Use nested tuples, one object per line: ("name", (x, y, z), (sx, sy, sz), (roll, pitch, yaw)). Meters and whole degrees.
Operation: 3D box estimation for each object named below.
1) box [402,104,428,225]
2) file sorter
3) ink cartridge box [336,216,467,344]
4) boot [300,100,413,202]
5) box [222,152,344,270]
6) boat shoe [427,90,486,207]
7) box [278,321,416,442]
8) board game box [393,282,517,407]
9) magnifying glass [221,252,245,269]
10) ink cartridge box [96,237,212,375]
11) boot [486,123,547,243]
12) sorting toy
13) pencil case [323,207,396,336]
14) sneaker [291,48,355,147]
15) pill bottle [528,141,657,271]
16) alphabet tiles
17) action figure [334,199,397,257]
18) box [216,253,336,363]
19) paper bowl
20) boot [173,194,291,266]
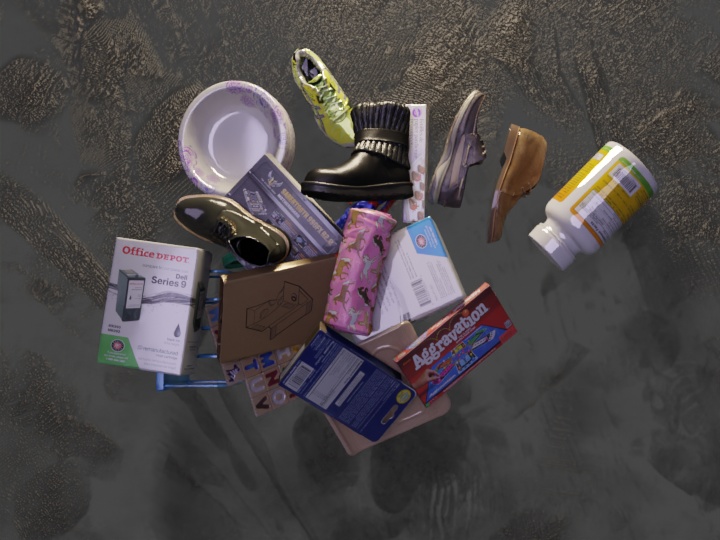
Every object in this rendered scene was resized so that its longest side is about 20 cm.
("box", (0.095, -0.180, 1.521), (0.038, 0.041, 0.205), (1, 87, 10))
("file sorter", (-0.271, 0.100, 1.524), (0.120, 0.139, 0.204), (-2, 86, 6))
("ink cartridge box", (0.061, 0.021, 1.491), (0.197, 0.084, 0.148), (-24, 81, 9))
("boot", (-0.007, -0.196, 1.456), (0.208, 0.079, 0.161), (-3, 87, -29))
("box", (-0.140, -0.068, 1.471), (0.158, 0.048, 0.200), (-44, 93, 8))
("boat shoe", (0.176, -0.200, 1.499), (0.072, 0.075, 0.203), (21, 99, 1))
("box", (-0.020, 0.184, 1.432), (0.198, 0.033, 0.122), (34, 107, -16))
("board game box", (0.157, 0.122, 1.453), (0.199, 0.019, 0.104), (-39, 111, -7))
("magnifying glass", (-0.145, -0.037, 1.546), (0.196, 0.080, 0.023), (-17, 80, -1))
("ink cartridge box", (-0.328, 0.056, 1.421), (0.143, 0.084, 0.204), (7, 87, 7))
("boot", (0.258, -0.138, 1.476), (0.074, 0.074, 0.204), (17, 87, 1))
("sorting toy", (0.030, 0.196, 1.479), (0.197, 0.037, 0.187), (-27, 112, 6))
("pencil case", (0.000, 0.000, 1.417), (0.081, 0.086, 0.204), (12, 89, 10))
("sneaker", (-0.063, -0.297, 1.541), (0.075, 0.076, 0.201), (-38, 82, 4))
("pill bottle", (0.369, -0.099, 1.428), (0.200, 0.111, 0.111), (-45, 80, 5))
("alphabet tiles", (-0.163, 0.133, 1.496), (0.165, 0.007, 0.204), (-20, 97, -35))
("action figure", (0.006, -0.102, 1.520), (0.065, 0.052, 0.200), (42, 81, 8))
("box", (-0.136, 0.061, 1.435), (0.197, 0.166, 0.021), (-11, 39, -26))
("paper bowl", (-0.210, -0.219, 1.548), (0.196, 0.104, 0.205), (0, 87, 9))
("boot", (-0.211, -0.064, 1.382), (0.196, 0.138, 0.079), (18, 100, 4))
